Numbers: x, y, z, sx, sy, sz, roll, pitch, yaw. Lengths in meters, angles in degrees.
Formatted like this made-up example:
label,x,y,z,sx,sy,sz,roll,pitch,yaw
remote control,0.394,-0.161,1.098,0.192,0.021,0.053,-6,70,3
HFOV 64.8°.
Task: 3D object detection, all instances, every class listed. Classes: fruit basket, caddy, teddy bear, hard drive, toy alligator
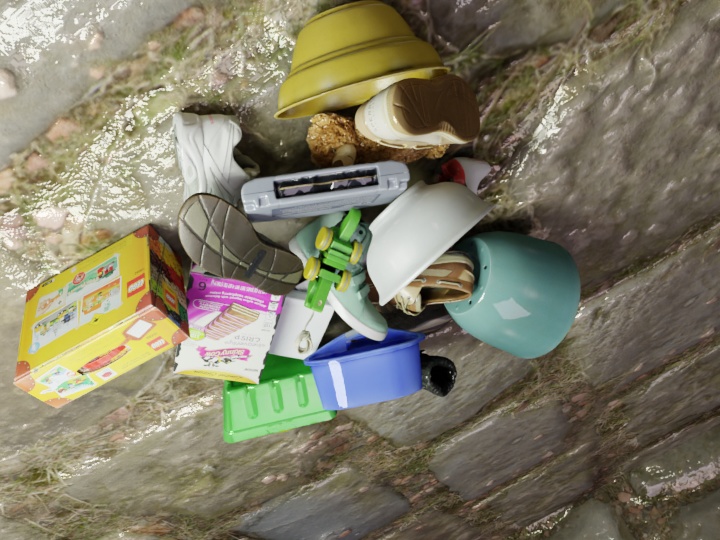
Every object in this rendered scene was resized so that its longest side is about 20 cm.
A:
label,x,y,z,sx,sy,sz,roll,pitch,yaw
fruit basket,-0.147,0.239,1.018,0.210,0.156,0.220,-7,121,-11
caddy,0.010,0.142,0.894,0.195,0.108,0.141,-12,-179,1
teddy bear,0.032,-0.159,0.718,0.196,0.069,0.144,-5,171,-29
hard drive,-0.152,0.077,0.894,0.195,0.027,0.133,12,129,-18
toy alligator,-0.050,0.010,0.761,0.058,0.054,0.204,21,94,-22

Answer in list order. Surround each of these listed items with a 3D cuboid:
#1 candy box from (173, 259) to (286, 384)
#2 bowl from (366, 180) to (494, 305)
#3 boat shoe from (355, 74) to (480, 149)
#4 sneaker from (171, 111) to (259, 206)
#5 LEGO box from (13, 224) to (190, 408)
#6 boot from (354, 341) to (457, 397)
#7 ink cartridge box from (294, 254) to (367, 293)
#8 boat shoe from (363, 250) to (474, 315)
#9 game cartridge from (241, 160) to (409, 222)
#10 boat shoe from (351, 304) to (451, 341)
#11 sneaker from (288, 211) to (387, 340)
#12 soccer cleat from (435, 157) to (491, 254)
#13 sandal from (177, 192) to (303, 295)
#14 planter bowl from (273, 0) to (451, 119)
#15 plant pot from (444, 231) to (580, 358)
label,x,y,z,sx,sy,sz,roll,pitch,yaw
candy box,-0.191,0.071,0.825,0.133,0.062,0.203,10,128,-16
bowl,0.074,-0.053,0.749,0.200,0.091,0.201,-40,177,-2
boat shoe,0.067,-0.172,0.622,0.068,0.076,0.198,-4,-174,38
sneaker,-0.171,-0.099,0.702,0.097,0.079,0.203,-11,138,-19
LEGO box,-0.329,0.056,0.730,0.197,0.151,0.078,-27,139,5
boot,0.059,0.179,1.004,0.208,0.156,0.082,-9,108,-44
ink cartridge box,-0.005,-0.002,0.907,0.197,0.037,0.095,-29,138,3
boat shoe,0.079,0.026,0.868,0.195,0.075,0.076,-12,145,12
game cartridge,-0.047,-0.095,0.705,0.195,0.042,0.133,-9,174,-10
boat shoe,0.080,0.103,1.026,0.195,0.075,0.074,-10,137,-13
sneaker,0.000,0.000,0.821,0.118,0.074,0.201,-39,96,12
soccer cleat,0.142,-0.084,0.870,0.083,0.069,0.203,-12,136,-22
sandal,-0.147,-0.032,0.699,0.082,0.055,0.199,-53,139,6
planter bowl,-0.008,-0.228,0.603,0.196,0.200,0.085,-17,101,-8
plant pot,0.230,0.028,0.934,0.158,0.203,0.202,17,126,-27
